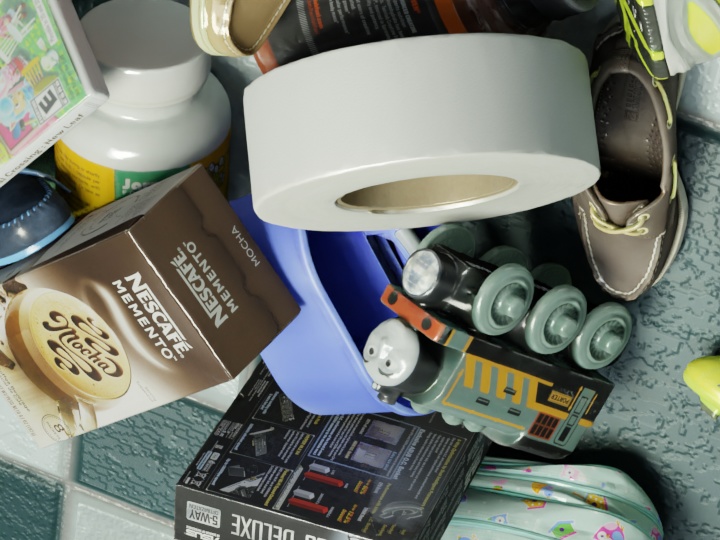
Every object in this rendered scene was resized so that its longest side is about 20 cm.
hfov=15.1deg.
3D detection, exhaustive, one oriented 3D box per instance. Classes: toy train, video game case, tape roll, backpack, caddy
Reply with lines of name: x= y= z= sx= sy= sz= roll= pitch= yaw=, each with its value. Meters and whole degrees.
toy train: x=0.085 y=0.047 z=1.656 sx=0.085 sy=0.200 sz=0.114 roll=35 pitch=100 yaw=41
video game case: x=-0.255 y=-0.138 z=1.672 sx=0.182 sy=0.022 sz=0.200 roll=-36 pitch=64 yaw=25
tape roll: x=0.034 y=-0.076 z=1.542 sx=0.202 sy=0.202 sz=0.071 roll=-12 pitch=80 yaw=32
backpack: x=0.100 y=0.195 z=1.794 sx=0.200 sy=0.127 sz=0.167 roll=0 pitch=153 yaw=29
caddy: x=0.000 y=0.000 z=1.688 sx=0.105 sy=0.141 sz=0.200 roll=-10 pitch=121 yaw=35

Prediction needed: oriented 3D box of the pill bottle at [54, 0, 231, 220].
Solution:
pill bottle: x=-0.138 y=-0.069 z=1.719 sx=0.113 sy=0.113 sz=0.200 roll=16 pitch=130 yaw=14

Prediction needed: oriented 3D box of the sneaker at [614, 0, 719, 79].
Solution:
sneaker: x=0.171 y=-0.210 z=1.501 sx=0.076 sy=0.075 sz=0.200 roll=-17 pitch=114 yaw=-7

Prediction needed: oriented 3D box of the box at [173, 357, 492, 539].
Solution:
box: x=-0.010 y=0.117 z=1.744 sx=0.158 sy=0.200 sz=0.050 roll=14 pitch=126 yaw=14

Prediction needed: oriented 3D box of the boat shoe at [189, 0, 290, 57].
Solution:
boat shoe: x=-0.032 y=-0.208 z=1.519 sx=0.066 sy=0.074 sz=0.200 roll=25 pitch=94 yaw=29

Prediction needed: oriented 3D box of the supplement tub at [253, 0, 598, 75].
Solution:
supplement tub: x=0.037 y=-0.162 z=1.566 sx=0.200 sy=0.107 sz=0.107 roll=-11 pitch=120 yaw=33

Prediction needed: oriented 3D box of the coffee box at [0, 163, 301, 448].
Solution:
coffee box: x=-0.148 y=0.024 z=1.654 sx=0.200 sy=0.080 sz=0.113 roll=-22 pitch=107 yaw=45

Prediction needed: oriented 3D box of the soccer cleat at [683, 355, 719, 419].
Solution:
soccer cleat: x=0.300 y=0.084 z=1.675 sx=0.200 sy=0.065 sz=0.084 roll=22 pitch=102 yaw=15

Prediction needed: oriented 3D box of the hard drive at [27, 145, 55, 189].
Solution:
hard drive: x=-0.274 y=-0.107 z=1.806 sx=0.200 sy=0.038 sz=0.140 roll=14 pitch=130 yaw=17

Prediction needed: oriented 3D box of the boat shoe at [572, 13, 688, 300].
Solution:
boat shoe: x=0.159 y=-0.058 z=1.619 sx=0.072 sy=0.060 sz=0.200 roll=14 pitch=130 yaw=15

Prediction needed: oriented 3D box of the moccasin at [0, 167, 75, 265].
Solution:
moccasin: x=-0.251 y=-0.048 z=1.719 sx=0.200 sy=0.080 sz=0.068 roll=10 pitch=129 yaw=56
